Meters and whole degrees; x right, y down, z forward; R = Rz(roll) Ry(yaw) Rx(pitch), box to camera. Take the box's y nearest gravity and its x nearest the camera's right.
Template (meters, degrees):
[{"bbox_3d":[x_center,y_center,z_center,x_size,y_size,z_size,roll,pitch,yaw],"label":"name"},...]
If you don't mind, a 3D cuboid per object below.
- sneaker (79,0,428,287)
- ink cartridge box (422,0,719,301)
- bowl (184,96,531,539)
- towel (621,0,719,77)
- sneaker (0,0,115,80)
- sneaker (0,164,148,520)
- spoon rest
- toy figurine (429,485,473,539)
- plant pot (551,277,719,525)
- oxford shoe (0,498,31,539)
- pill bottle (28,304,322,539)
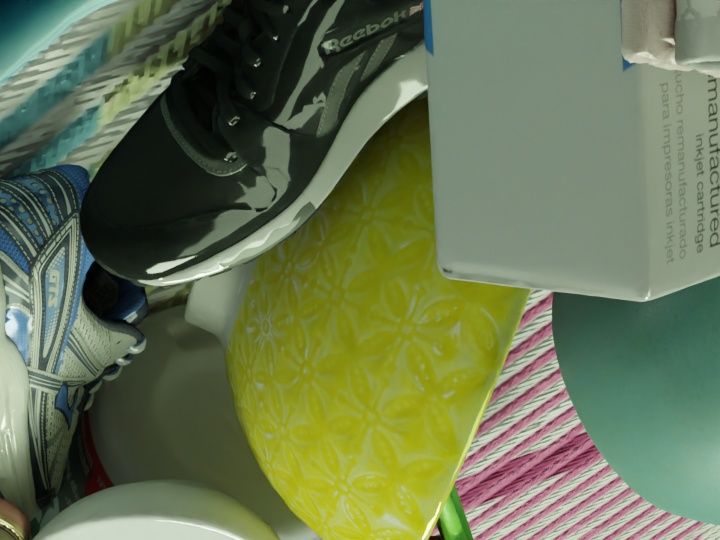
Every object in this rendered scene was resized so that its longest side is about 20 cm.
[{"bbox_3d":[-0.022,-0.082,0.804,0.200,0.076,0.088,-39,141,3],"label":"sneaker"},{"bbox_3d":[0.112,-0.084,0.783,0.084,0.146,0.200,7,-163,42],"label":"ink cartridge box"},{"bbox_3d":[0.000,0.000,0.903,0.108,0.200,0.200,21,146,-1],"label":"bowl"},{"bbox_3d":[0.142,-0.145,0.724,0.032,0.191,0.200,1,180,41],"label":"towel"},{"bbox_3d":[-0.043,-0.116,0.681,0.200,0.082,0.074,-34,157,13],"label":"sneaker"},{"bbox_3d":[-0.113,0.028,0.913,0.085,0.077,0.200,-26,157,-14],"label":"sneaker"},{"bbox_3d":[-0.032,0.127,0.937,0.200,0.061,0.099,19,141,-29],"label":"spoon rest"},{"bbox_3d":[-0.036,0.151,1.208,0.184,0.150,0.200,-18,135,1],"label":"toy figurine"},{"bbox_3d":[0.180,0.019,1.070,0.161,0.201,0.200,-30,159,33],"label":"plant pot"},{"bbox_3d":[-0.215,0.121,0.910,0.200,0.074,0.071,-10,149,11],"label":"oxford shoe"},{"bbox_3d":[-0.086,0.112,1.061,0.114,0.114,0.200,-12,151,-33],"label":"pill bottle"}]
